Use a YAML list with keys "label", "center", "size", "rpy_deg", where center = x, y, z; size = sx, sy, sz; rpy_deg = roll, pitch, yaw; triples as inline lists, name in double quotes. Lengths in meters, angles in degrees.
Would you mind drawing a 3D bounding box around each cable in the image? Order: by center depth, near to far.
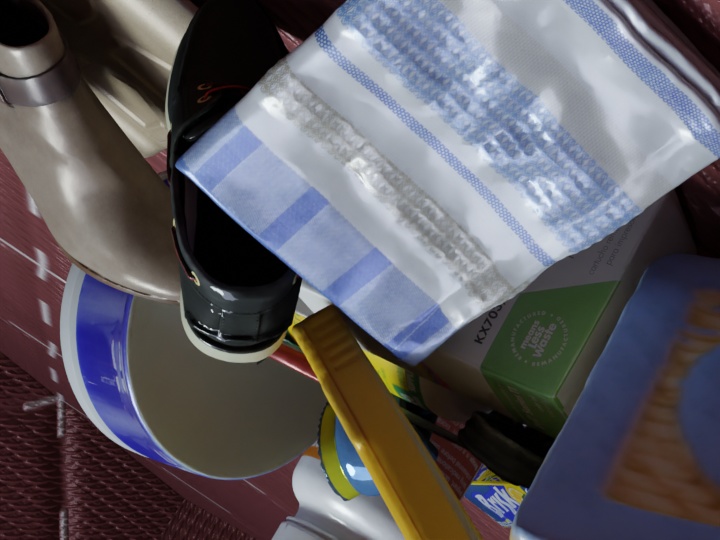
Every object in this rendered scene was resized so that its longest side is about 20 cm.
- label: "cable"
  center: [0.093, 0.085, 0.747]
  size: [0.097, 0.050, 0.200]
  rpy_deg: [44, -177, 31]

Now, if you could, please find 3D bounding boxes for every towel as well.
- label: "towel"
  center: [0.038, -0.049, 0.575]
  size: [0.147, 0.024, 0.200]
  rpy_deg: [41, 125, -19]

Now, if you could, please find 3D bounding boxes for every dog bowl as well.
- label: "dog bowl"
  center: [-0.092, 0.034, 0.954]
  size: [0.079, 0.200, 0.200]
  rpy_deg: [11, 153, 48]

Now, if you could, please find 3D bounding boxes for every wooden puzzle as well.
- label: "wooden puzzle"
  center: [-0.148, -0.146, 0.832]
  size: [0.185, 0.046, 0.200]
  rpy_deg: [40, 159, -21]

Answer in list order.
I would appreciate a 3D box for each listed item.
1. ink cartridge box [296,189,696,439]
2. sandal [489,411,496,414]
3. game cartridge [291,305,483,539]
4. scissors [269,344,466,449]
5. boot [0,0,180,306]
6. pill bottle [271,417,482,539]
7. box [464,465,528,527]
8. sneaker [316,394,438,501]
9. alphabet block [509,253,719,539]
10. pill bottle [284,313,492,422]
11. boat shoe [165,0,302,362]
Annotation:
- label: "ink cartridge box"
  center: [0.046, -0.009, 0.705]
  size: [0.200, 0.117, 0.067]
  rpy_deg: [22, 164, 34]
- label: "sandal"
  center: [0.090, 0.077, 0.895]
  size: [0.200, 0.043, 0.076]
  rpy_deg: [57, 166, 12]
- label: "game cartridge"
  center: [0.037, 0.128, 0.683]
  size: [0.200, 0.032, 0.176]
  rpy_deg: [55, 175, 36]
- label: "scissors"
  center: [-0.011, 0.062, 0.822]
  size: [0.199, 0.014, 0.073]
  rpy_deg: [24, 174, 12]
- label: "boot"
  center: [-0.162, -0.078, 0.804]
  size: [0.200, 0.070, 0.146]
  rpy_deg: [34, 153, 27]
- label: "pill bottle"
  center: [0.023, 0.132, 1.014]
  size: [0.112, 0.200, 0.112]
  rpy_deg: [30, 164, 10]
- label: "box"
  center: [0.138, 0.151, 1.082]
  size: [0.064, 0.070, 0.200]
  rpy_deg: [38, 163, -8]
- label: "sneaker"
  center: [0.025, 0.056, 0.904]
  size: [0.078, 0.200, 0.066]
  rpy_deg: [-22, 126, 22]
- label: "alphabet block"
  center: [0.179, 0.136, 0.557]
  size: [0.196, 0.195, 0.201]
  rpy_deg: [12, 126, 24]
- label: "pill bottle"
  center: [0.000, 0.000, 0.832]
  size: [0.200, 0.113, 0.113]
  rpy_deg: [24, 162, 32]
- label: "boat shoe"
  center: [-0.056, -0.058, 0.690]
  size: [0.073, 0.202, 0.063]
  rpy_deg: [2, 148, -10]
